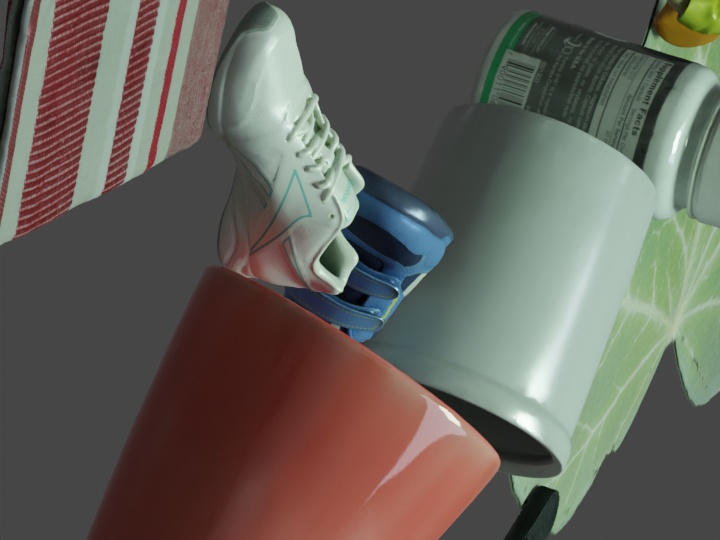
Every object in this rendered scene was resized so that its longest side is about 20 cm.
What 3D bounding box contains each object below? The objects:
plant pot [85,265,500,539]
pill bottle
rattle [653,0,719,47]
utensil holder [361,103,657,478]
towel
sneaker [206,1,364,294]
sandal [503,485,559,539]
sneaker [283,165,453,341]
[{"bbox_3d":[-0.050,0.124,1.499,0.178,0.200,0.200,-57,159,-8],"label":"plant pot"},{"bbox_3d":[0.182,-0.101,1.872,0.113,0.199,0.113,-54,156,-38],"label":"pill bottle"},{"bbox_3d":[0.292,-0.290,2.197,0.143,0.130,0.201,-6,88,-81],"label":"rattle"},{"bbox_3d":[0.091,0.012,1.789,0.170,0.169,0.201,59,51,-66],"label":"utensil holder"},{"bbox_3d":[-0.122,-0.101,1.312,0.200,0.023,0.145,-34,142,-57],"label":"towel"},{"bbox_3d":[-0.036,-0.066,1.496,0.070,0.080,0.201,-54,154,-35],"label":"sneaker"},{"bbox_3d":[0.139,0.272,2.356,0.201,0.048,0.075,-58,158,-33],"label":"sandal"},{"bbox_3d":[0.000,0.000,1.609,0.082,0.074,0.200,-54,175,-19],"label":"sneaker"}]
